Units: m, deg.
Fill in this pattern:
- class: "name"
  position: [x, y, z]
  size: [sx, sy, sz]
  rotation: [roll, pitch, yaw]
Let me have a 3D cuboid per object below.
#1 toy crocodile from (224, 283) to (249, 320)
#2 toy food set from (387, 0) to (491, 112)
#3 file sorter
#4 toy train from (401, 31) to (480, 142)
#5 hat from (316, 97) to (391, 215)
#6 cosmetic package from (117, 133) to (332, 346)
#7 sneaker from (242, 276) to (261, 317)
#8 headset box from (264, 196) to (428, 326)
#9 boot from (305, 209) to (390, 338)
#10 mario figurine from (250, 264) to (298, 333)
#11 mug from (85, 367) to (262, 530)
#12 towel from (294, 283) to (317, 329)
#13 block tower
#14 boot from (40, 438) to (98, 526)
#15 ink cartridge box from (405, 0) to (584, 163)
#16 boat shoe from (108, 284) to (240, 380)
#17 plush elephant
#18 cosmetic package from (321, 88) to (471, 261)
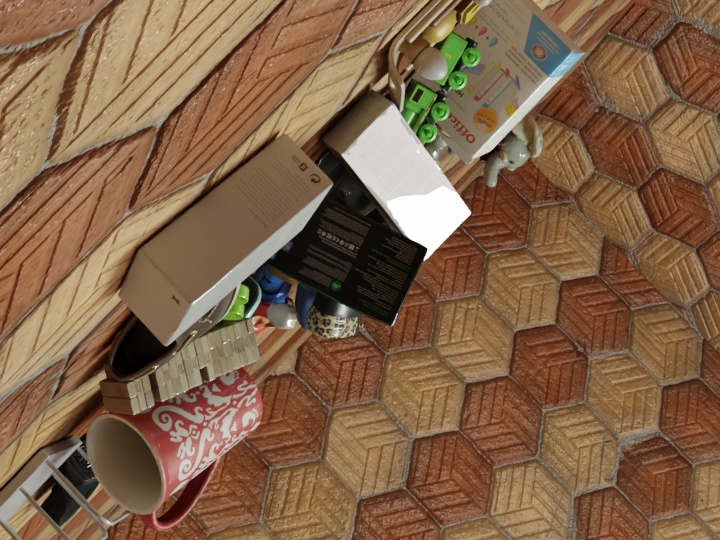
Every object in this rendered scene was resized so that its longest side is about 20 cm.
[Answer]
- class: "toy crocodile"
  position: [-0.154, 0.010, 1.536]
  size: [0.200, 0.061, 0.068]
  rotation: [120, -26, -72]
- class: "toy food set"
  position: [0.105, -0.256, 1.470]
  size: [0.200, 0.060, 0.144]
  rotation: [-45, 176, -2]
- class: "file sorter"
  position: [-0.399, 0.325, 1.713]
  size: [0.200, 0.125, 0.139]
  rotation: [-45, 176, 4]
- class: "toy train"
  position: [0.070, -0.187, 1.608]
  size: [0.201, 0.056, 0.042]
  rotation: [-60, -158, 12]
- class: "hat"
  position: [0.004, -0.117, 1.699]
  size: [0.201, 0.081, 0.201]
  rotation: [-44, 175, -5]
- class: "cosmetic package"
  position: [-0.126, -0.030, 1.300]
  size: [0.200, 0.071, 0.102]
  rotation: [-43, 176, -33]
- class: "sneaker"
  position: [-0.207, 0.097, 1.716]
  size: [0.200, 0.078, 0.140]
  rotation: [-42, 175, -27]
- class: "headset box"
  position: [-0.025, -0.020, 1.519]
  size: [0.094, 0.173, 0.200]
  rotation: [-63, -179, 0]
- class: "boot"
  position: [0.000, 0.000, 1.803]
  size: [0.200, 0.073, 0.152]
  rotation: [-26, 137, -66]
- class: "mario figurine"
  position: [-0.104, 0.021, 1.822]
  size: [0.123, 0.106, 0.200]
  rotation: [-45, 175, -34]
- class: "mug"
  position: [-0.233, 0.212, 1.748]
  size: [0.199, 0.133, 0.178]
  rotation: [-32, 156, -46]
- class: "towel"
  position: [-0.047, -0.023, 1.849]
  size: [0.112, 0.048, 0.201]
  rotation: [-55, 164, -45]
- class: "block tower"
  position: [-0.200, 0.103, 1.577]
  size: [0.057, 0.055, 0.199]
  rotation: [1, -163, 43]
- class: "boot"
  position: [-0.362, 0.271, 1.944]
  size: [0.164, 0.066, 0.200]
  rotation: [-32, 166, -34]
- class: "ink cartridge box"
  position: [0.155, -0.237, 1.701]
  size: [0.200, 0.129, 0.125]
  rotation: [-47, 175, 17]
- class: "boat shoe"
  position: [-0.193, 0.048, 1.425]
  size: [0.200, 0.072, 0.060]
  rotation: [-41, -178, 37]
- class: "plush elephant"
  position: [0.220, -0.218, 2.367]
  size: [0.200, 0.155, 0.165]
  rotation: [-43, 176, -18]
- class: "cosmetic package"
  position: [0.042, -0.106, 1.571]
  size: [0.083, 0.051, 0.200]
  rotation: [-45, 132, -6]
